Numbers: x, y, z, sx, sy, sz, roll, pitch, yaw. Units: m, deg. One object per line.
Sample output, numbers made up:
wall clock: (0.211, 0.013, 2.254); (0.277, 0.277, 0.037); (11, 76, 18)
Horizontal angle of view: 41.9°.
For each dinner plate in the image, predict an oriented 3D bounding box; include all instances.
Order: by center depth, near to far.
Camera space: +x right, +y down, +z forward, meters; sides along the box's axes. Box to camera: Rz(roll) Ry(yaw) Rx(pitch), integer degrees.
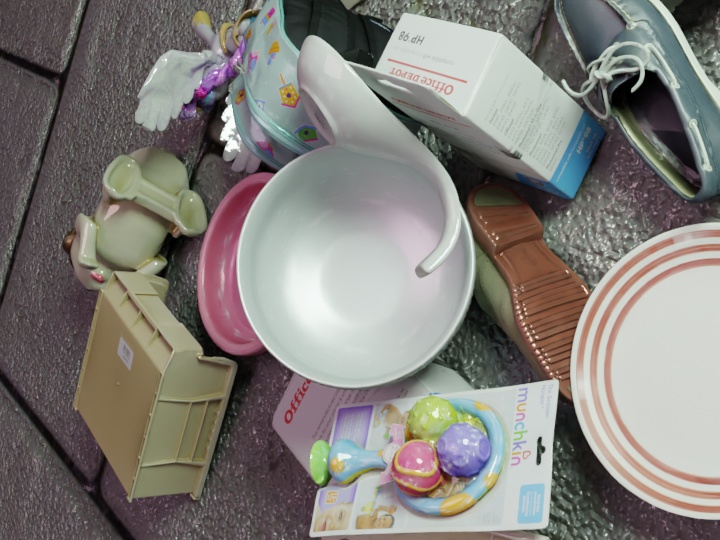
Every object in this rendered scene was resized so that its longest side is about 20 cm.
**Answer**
dinner plate: (0.239, 0.067, 0.649); (0.199, 0.024, 0.203); (-13, 70, 39)

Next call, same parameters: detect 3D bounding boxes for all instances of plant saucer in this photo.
plant saucer: (-0.108, -0.005, 1.043); (0.199, 0.050, 0.203); (-14, 71, 45)

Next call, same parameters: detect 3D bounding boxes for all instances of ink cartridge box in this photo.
ink cartridge box: (0.090, -0.137, 0.739); (0.115, 0.199, 0.067); (29, 91, 46)
ink cartridge box: (0.024, 0.140, 0.836); (0.200, 0.084, 0.147); (44, 112, 45)

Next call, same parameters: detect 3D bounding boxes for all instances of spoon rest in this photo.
spoon rest: (0.016, -0.094, 0.720); (0.201, 0.060, 0.099); (57, 171, 0)

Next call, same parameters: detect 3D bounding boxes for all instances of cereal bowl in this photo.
cereal bowl: (0.000, 0.000, 0.785); (0.197, 0.083, 0.203); (-2, 79, 9)

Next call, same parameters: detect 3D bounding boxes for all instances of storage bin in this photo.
storage bin: (-0.247, 0.132, 1.112); (0.200, 0.093, 0.201); (40, 118, 46)

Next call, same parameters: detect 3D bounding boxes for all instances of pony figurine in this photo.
pony figurine: (-0.174, -0.230, 1.117); (0.200, 0.165, 0.195); (18, 86, 63)

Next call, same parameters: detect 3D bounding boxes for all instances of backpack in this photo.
backpack: (-0.031, -0.163, 0.874); (0.154, 0.175, 0.201); (-54, 25, 19)

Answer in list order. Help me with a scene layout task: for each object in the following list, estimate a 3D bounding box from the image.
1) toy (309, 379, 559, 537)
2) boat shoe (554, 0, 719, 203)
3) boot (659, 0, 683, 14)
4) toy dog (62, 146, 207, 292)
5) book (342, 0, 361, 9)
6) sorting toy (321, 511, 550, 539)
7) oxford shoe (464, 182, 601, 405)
toy: (0.044, 0.134, 0.701); (0.198, 0.047, 0.116); (-14, 47, 33)
boat shoe: (0.199, -0.134, 0.678); (0.201, 0.061, 0.075); (59, 147, 10)
boot: (0.218, -0.266, 0.675); (0.199, 0.078, 0.139); (-34, 98, 36)
toy dog: (-0.311, -0.057, 1.220); (0.200, 0.139, 0.195); (-48, 37, 29)
book: (0.004, -0.405, 1.023); (0.133, 0.048, 0.202); (-30, 58, 42)
sorting toy: (0.040, 0.269, 0.717); (0.178, 0.107, 0.203); (12, 89, 18)
oxford shoe: (0.138, 0.026, 0.768); (0.074, 0.070, 0.202); (111, 144, -54)
